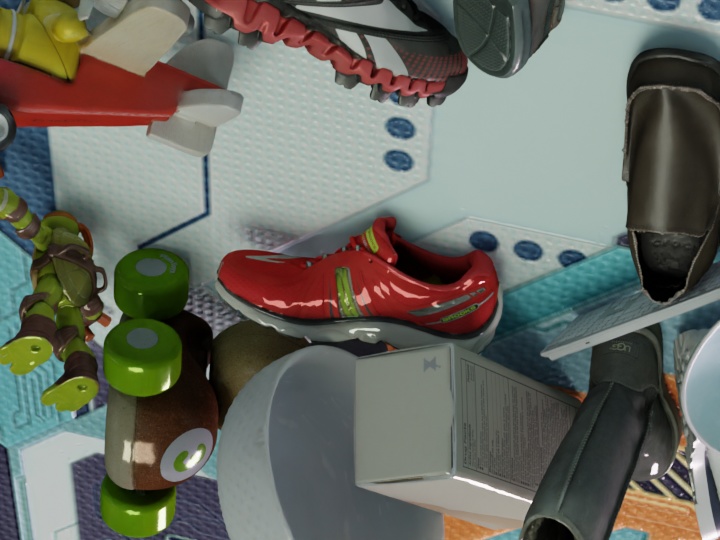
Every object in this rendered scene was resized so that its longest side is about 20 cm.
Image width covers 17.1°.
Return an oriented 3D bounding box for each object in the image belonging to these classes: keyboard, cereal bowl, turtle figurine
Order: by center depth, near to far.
[{"bbox_3d":[0.202,0.017,1.569,0.200,0.056,0.011,-23,108,44],"label":"keyboard"},{"bbox_3d":[-0.032,0.156,1.625,0.083,0.200,0.200,-20,128,31],"label":"cereal bowl"},{"bbox_3d":[-0.208,0.017,1.678,0.064,0.162,0.200,-14,137,10],"label":"turtle figurine"}]

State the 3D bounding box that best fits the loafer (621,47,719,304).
[{"bbox_3d":[0.198,-0.053,1.484,0.073,0.071,0.200,5,139,16],"label":"loafer"}]

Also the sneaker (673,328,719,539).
[{"bbox_3d":[0.263,0.108,1.660,0.080,0.077,0.200,-8,138,7],"label":"sneaker"}]

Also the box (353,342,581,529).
[{"bbox_3d":[0.078,0.117,1.649,0.078,0.095,0.200,-9,161,29],"label":"box"}]

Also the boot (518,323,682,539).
[{"bbox_3d":[0.164,0.148,1.629,0.072,0.200,0.182,0,138,19],"label":"boot"}]

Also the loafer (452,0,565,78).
[{"bbox_3d":[0.093,-0.203,1.375,0.072,0.063,0.200,37,145,28],"label":"loafer"}]

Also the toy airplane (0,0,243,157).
[{"bbox_3d":[-0.170,-0.138,1.500,0.199,0.142,0.199,-10,172,19],"label":"toy airplane"}]

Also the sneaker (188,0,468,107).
[{"bbox_3d":[-0.006,-0.165,1.428,0.200,0.071,0.098,20,110,-31],"label":"sneaker"}]

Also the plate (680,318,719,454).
[{"bbox_3d":[0.302,0.054,1.562,0.199,0.026,0.201,-9,136,-9],"label":"plate"}]

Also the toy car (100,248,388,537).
[{"bbox_3d":[-0.082,0.092,1.716,0.199,0.158,0.165,4,127,-2],"label":"toy car"}]

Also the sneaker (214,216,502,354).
[{"bbox_3d":[0.000,0.000,1.641,0.199,0.077,0.085,8,121,6],"label":"sneaker"}]
